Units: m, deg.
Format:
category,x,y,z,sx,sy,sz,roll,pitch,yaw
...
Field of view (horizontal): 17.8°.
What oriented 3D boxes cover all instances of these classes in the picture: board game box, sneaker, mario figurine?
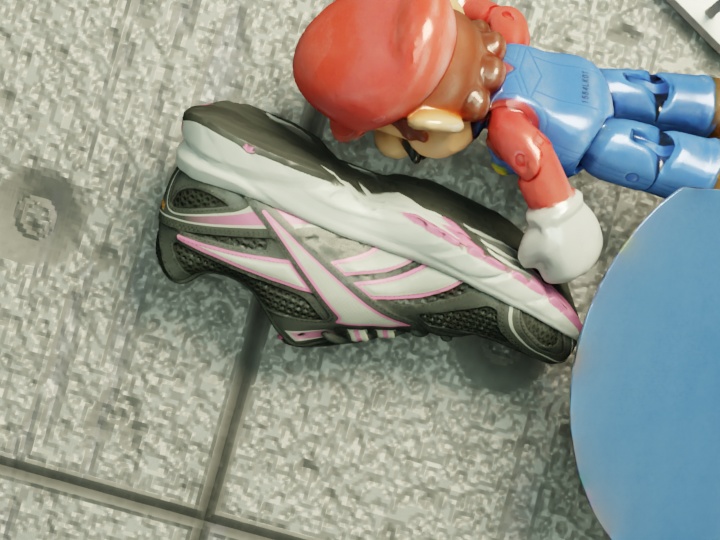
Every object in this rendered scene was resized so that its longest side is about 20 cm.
category,x,y,z,sx,sy,sz,roll,pitch,yaw
board game box,0.171,0.041,1.025,0.199,0.039,0.159,2,100,-27
sneaker,0.000,0.000,1.027,0.199,0.080,0.087,25,108,-2
mario figurine,0.063,-0.065,1.018,0.199,0.123,0.106,16,103,-13

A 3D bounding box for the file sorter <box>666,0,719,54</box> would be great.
category,x,y,z,sx,sy,sz,roll,pitch,yaw
file sorter,0.238,-0.133,1.012,0.139,0.125,0.200,-45,88,-5
